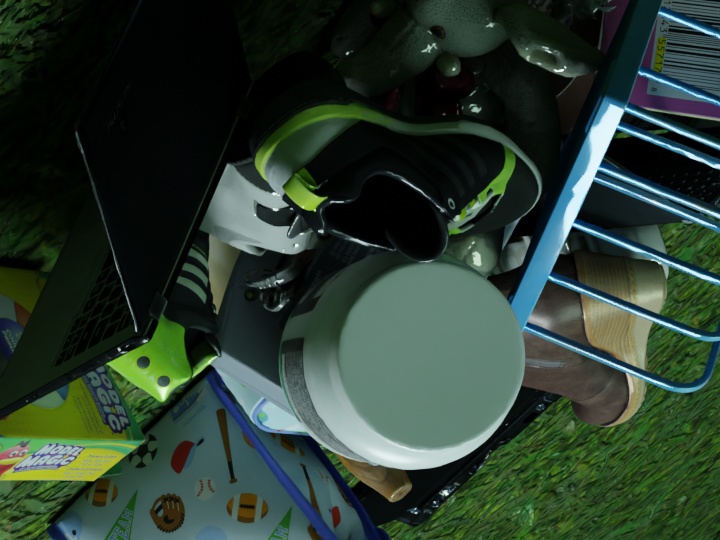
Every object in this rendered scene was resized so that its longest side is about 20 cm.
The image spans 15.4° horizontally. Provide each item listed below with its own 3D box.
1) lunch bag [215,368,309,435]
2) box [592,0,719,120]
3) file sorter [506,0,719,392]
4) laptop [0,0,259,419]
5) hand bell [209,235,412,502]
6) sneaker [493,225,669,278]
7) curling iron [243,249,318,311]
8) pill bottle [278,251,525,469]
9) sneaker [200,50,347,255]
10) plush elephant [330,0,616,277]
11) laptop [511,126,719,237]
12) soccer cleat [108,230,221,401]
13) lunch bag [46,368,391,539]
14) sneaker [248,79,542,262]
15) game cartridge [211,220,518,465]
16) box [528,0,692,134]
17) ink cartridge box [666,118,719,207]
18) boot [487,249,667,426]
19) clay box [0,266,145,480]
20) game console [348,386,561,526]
[{"bbox_3d":[0.000,0.031,1.728,0.161,0.083,0.200,-44,158,15],"label":"lunch bag"},{"bbox_3d":[0.234,-0.177,1.568,0.200,0.096,0.177,-2,101,-57],"label":"box"},{"bbox_3d":[0.171,-0.053,1.420,0.200,0.122,0.139,110,1,-50],"label":"file sorter"},{"bbox_3d":[-0.131,-0.056,1.307,0.200,0.116,0.188,-27,-151,39],"label":"laptop"},{"bbox_3d":[-0.034,0.056,1.564,0.104,0.200,0.104,-33,158,-16],"label":"hand bell"},{"bbox_3d":[0.137,-0.010,1.778,0.084,0.073,0.200,-24,-169,-17],"label":"sneaker"},{"bbox_3d":[-0.013,-0.053,1.521,0.050,0.026,0.200,-21,-148,49],"label":"curling iron"},{"bbox_3d":[0.021,0.047,1.388,0.113,0.113,0.200,-36,-178,-7],"label":"pill bottle"},{"bbox_3d":[-0.035,-0.054,1.401,0.074,0.088,0.200,-59,-166,-20],"label":"sneaker"},{"bbox_3d":[0.045,-0.120,1.413,0.200,0.165,0.155,-46,154,2],"label":"plush elephant"},{"bbox_3d":[0.144,-0.080,1.670,0.177,0.104,0.200,-4,-152,47],"label":"laptop"},{"bbox_3d":[-0.109,0.018,1.457,0.067,0.081,0.200,-41,-172,16],"label":"soccer cleat"},{"bbox_3d":[-0.077,0.198,1.761,0.170,0.200,0.124,-46,153,13],"label":"lunch bag"},{"bbox_3d":[0.023,-0.031,1.306,0.200,0.083,0.072,10,132,-46],"label":"sneaker"},{"bbox_3d":[0.000,0.000,1.543,0.200,0.133,0.041,-59,-175,-28],"label":"game cartridge"},{"bbox_3d":[0.162,-0.142,1.664,0.200,0.075,0.100,-8,143,-55],"label":"box"},{"bbox_3d":[0.268,-0.094,1.753,0.059,0.200,0.104,29,113,-34],"label":"ink cartridge box"},{"bbox_3d":[0.102,0.048,1.713,0.166,0.073,0.200,-6,151,-7],"label":"boot"},{"bbox_3d":[-0.192,0.053,1.416,0.048,0.115,0.200,-37,160,22],"label":"clay box"},{"bbox_3d":[0.046,0.092,1.863,0.116,0.176,0.200,20,136,-26],"label":"game console"}]
